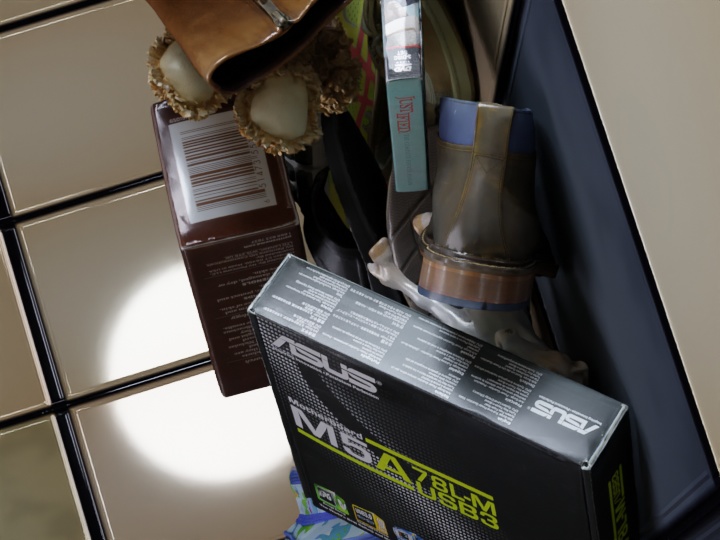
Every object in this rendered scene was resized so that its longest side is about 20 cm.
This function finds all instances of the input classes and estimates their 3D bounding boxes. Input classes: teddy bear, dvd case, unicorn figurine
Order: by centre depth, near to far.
[{"bbox_3d":[0.019,-0.159,1.404,0.146,0.022,0.201,83,-177,-71],"label":"dvd case"},{"bbox_3d":[0.051,0.043,1.479,0.137,0.074,0.200,47,150,13],"label":"unicorn figurine"},{"bbox_3d":[-0.064,-0.131,1.530,0.200,0.144,0.067,-105,29,-47],"label":"teddy bear"}]

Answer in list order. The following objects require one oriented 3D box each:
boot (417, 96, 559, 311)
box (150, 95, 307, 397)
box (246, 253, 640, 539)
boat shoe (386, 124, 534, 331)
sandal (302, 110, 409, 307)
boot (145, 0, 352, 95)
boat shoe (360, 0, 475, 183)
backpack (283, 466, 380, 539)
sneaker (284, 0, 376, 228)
[{"bbox_3d":[0.069,-0.044,1.383,0.200,0.074,0.097,-74,-7,-79],"label":"boot"},{"bbox_3d":[-0.069,-0.015,1.638,0.200,0.075,0.100,85,172,-63],"label":"box"},{"bbox_3d":[0.048,0.095,1.421,0.199,0.048,0.193,25,155,23],"label":"box"},{"bbox_3d":[0.059,0.015,1.576,0.073,0.074,0.201,-133,28,-82],"label":"boat shoe"},{"bbox_3d":[0.000,0.001,1.581,0.075,0.048,0.201,13,-120,-75],"label":"sandal"},{"bbox_3d":[-0.056,-0.202,1.456,0.200,0.188,0.069,41,165,44],"label":"boot"},{"bbox_3d":[0.026,-0.111,1.570,0.201,0.063,0.073,79,173,-64],"label":"boat shoe"},{"bbox_3d":[0.038,0.169,1.772,0.200,0.182,0.148,-163,55,-83],"label":"backpack"},{"bbox_3d":[-0.003,-0.117,1.667,0.078,0.090,0.201,-142,50,-65],"label":"sneaker"}]
